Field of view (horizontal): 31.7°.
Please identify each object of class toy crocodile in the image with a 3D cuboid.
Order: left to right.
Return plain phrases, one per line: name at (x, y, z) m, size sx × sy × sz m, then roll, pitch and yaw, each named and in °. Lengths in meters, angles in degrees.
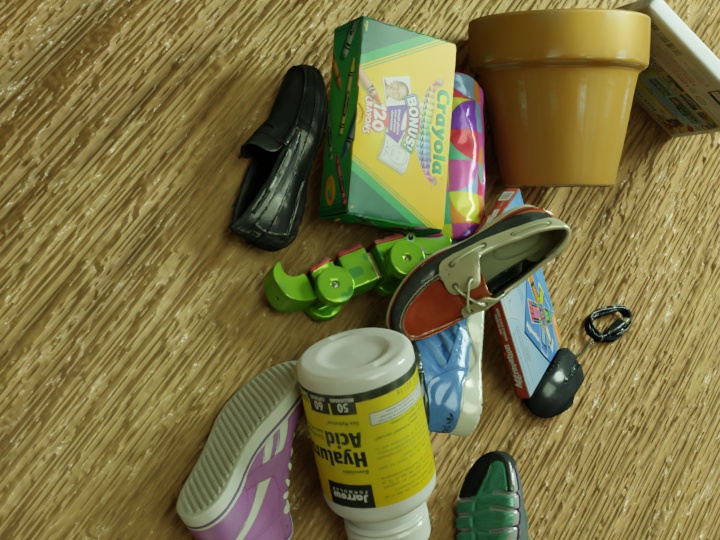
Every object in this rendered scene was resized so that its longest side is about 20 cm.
toy crocodile at (0.000, 0.000, 1.267) m, size 0.199 × 0.068 × 0.062 m, roll -19°, pitch 77°, yaw -20°

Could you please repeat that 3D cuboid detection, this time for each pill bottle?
pill bottle at (0.011, 0.165, 1.190) m, size 0.111 × 0.111 × 0.201 m, roll -27°, pitch 115°, yaw -34°

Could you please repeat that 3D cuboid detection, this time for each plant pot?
plant pot at (0.219, -0.184, 1.405) m, size 0.199 × 0.200 × 0.184 m, roll -3°, pitch 95°, yaw -32°

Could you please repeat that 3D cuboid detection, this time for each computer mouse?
computer mouse at (0.252, 0.098, 1.429) m, size 0.200 × 0.034 × 0.059 m, roll -41°, pitch 99°, yaw -33°

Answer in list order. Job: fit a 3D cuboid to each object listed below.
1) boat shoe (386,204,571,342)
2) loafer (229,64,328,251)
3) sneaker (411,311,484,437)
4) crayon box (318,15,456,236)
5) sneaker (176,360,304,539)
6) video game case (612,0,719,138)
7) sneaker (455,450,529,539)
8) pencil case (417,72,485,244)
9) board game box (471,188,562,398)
boat shoe at (0.114, 0.006, 1.230) m, size 0.200 × 0.063 × 0.071 m, roll -35°, pitch 119°, yaw -11°
loafer at (-0.082, -0.119, 1.261) m, size 0.070 × 0.068 × 0.202 m, roll 24°, pitch 69°, yaw -33°
sneaker at (0.063, 0.068, 1.294) m, size 0.111 × 0.077 × 0.201 m, roll 12°, pitch 60°, yaw -16°
crayon box at (0.028, -0.143, 1.285) m, size 0.118 × 0.058 × 0.201 m, roll 9°, pitch 81°, yaw -33°
sneaker at (-0.090, 0.186, 1.186) m, size 0.114 × 0.072 × 0.201 m, roll 56°, pitch 49°, yaw -30°
video game case at (0.362, -0.236, 1.499) m, size 0.200 × 0.182 × 0.023 m, roll 41°, pitch 78°, yaw -16°
sneaker at (0.149, 0.288, 1.305) m, size 0.087 × 0.074 × 0.201 m, roll 13°, pitch 77°, yaw -46°
pencil case at (0.098, -0.111, 1.361) m, size 0.088 × 0.088 × 0.201 m, roll 3°, pitch 76°, yaw -31°
board game box at (0.167, 0.025, 1.344) m, size 0.103 × 0.019 × 0.201 m, roll -50°, pitch 130°, yaw -43°
